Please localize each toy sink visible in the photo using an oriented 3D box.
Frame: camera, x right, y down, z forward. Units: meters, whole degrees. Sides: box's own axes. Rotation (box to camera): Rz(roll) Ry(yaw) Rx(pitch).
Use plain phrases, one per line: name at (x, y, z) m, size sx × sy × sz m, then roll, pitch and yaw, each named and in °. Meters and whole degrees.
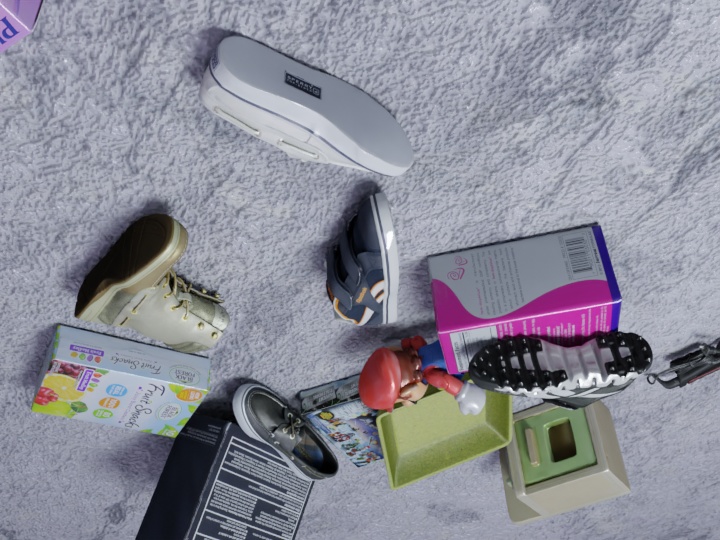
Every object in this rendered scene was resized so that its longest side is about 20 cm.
toy sink at (0.285, 0.285, 1.194) m, size 0.197 × 0.133 × 0.112 m, roll -25°, pitch 138°, yaw 26°

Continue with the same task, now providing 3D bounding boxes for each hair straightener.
hair straightener at (0.474, 0.111, 1.074) m, size 0.076 × 0.042 × 0.198 m, roll 28°, pitch 136°, yaw -34°

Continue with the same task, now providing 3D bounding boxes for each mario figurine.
mario figurine at (0.093, 0.128, 0.982) m, size 0.196 × 0.108 × 0.123 m, roll -18°, pitch -179°, yaw -3°

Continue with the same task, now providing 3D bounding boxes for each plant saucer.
plant saucer at (0.116, 0.207, 1.105) m, size 0.196 × 0.048 × 0.202 m, roll -19°, pitch 137°, yaw -8°

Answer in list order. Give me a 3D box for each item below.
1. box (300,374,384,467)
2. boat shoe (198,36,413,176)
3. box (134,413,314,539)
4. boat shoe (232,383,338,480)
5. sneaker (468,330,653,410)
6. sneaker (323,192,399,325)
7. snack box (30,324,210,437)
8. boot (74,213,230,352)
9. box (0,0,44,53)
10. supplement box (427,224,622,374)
box at (0.014, 0.221, 1.160) m, size 0.134 × 0.041 × 0.201 m, roll -19°, pitch 139°, yaw 16°
boat shoe at (-0.046, -0.127, 0.689) m, size 0.197 × 0.073 × 0.066 m, roll 19°, pitch 141°, yaw -26°
box at (-0.189, 0.337, 1.136) m, size 0.122 × 0.202 × 0.199 m, roll 0°, pitch 153°, yaw 44°
boat shoe at (-0.099, 0.226, 1.104) m, size 0.056 × 0.069 × 0.201 m, roll -8°, pitch 134°, yaw 40°
sneaker at (0.213, 0.118, 0.861) m, size 0.195 × 0.068 × 0.091 m, roll -5°, pitch 142°, yaw -4°
sneaker at (0.000, 0.000, 0.846) m, size 0.077 × 0.080 × 0.202 m, roll -8°, pitch 144°, yaw -4°
snack box at (-0.311, 0.149, 1.026) m, size 0.196 × 0.054 × 0.142 m, roll 16°, pitch 138°, yaw -25°
boot at (-0.203, 0.023, 0.862) m, size 0.153 × 0.073 × 0.199 m, roll 27°, pitch 137°, yaw -33°
box at (-0.344, -0.217, 0.523) m, size 0.173 × 0.098 × 0.200 m, roll -22°, pitch 139°, yaw 21°
supplement box at (0.181, 0.035, 0.889) m, size 0.195 × 0.103 × 0.104 m, roll -9°, pitch 144°, yaw 8°
